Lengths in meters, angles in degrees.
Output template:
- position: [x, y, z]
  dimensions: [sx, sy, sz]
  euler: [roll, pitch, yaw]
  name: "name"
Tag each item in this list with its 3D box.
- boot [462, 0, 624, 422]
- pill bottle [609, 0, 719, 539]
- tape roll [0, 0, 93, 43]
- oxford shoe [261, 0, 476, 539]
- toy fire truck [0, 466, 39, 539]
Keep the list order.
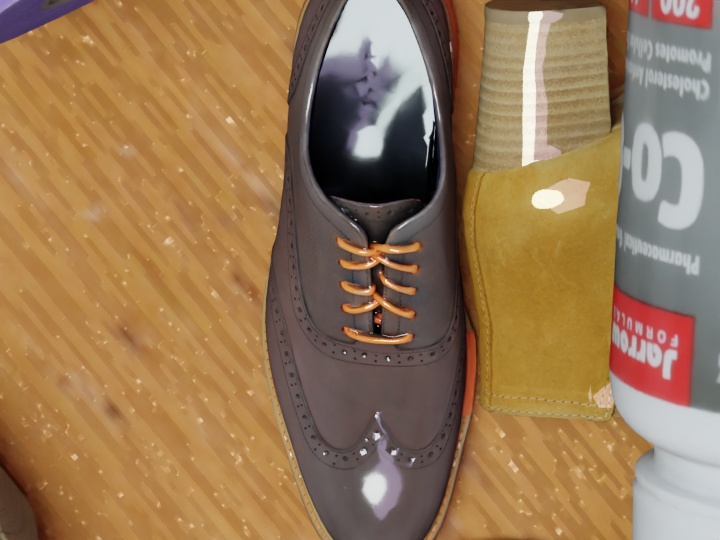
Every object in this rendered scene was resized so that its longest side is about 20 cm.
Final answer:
- position: [0.132, -0.021, 0.889]
  dimensions: [0.200, 0.071, 0.145]
  euler: [-5, 107, -2]
  name: "boot"
- position: [0.129, -0.007, 0.795]
  dimensions: [0.113, 0.114, 0.201]
  euler: [3, 101, 3]
  name: "pill bottle"
- position: [-0.053, -0.146, 0.812]
  dimensions: [0.199, 0.200, 0.085]
  euler: [-29, 94, 6]
  name: "tape roll"
- position: [0.000, 0.000, 0.887]
  dimensions: [0.071, 0.073, 0.201]
  euler: [-3, 96, 3]
  name: "oxford shoe"
- position: [-0.218, 0.066, 0.868]
  dimensions: [0.175, 0.129, 0.200]
  euler: [-29, 123, 6]
  name: "toy fire truck"
